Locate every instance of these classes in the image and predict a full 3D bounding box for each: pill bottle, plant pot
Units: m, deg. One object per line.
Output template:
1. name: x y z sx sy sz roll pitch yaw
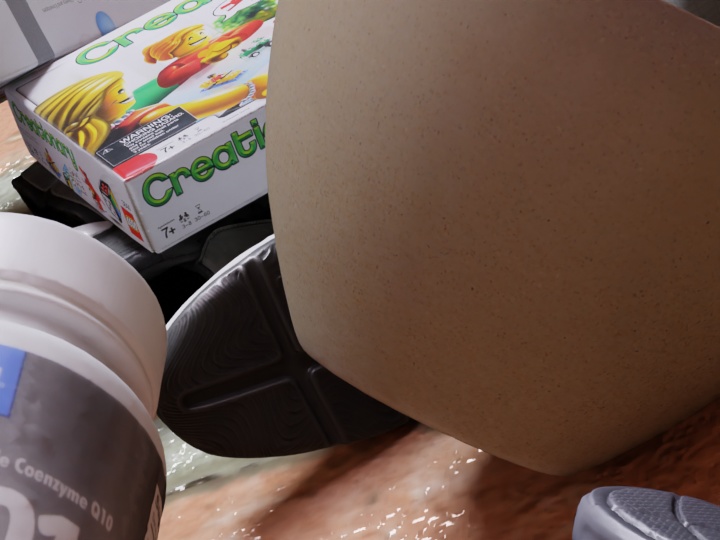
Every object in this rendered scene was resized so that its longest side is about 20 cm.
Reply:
1. pill bottle: -0.118 0.086 0.732 0.113 0.114 0.201 -16 42 24
2. plant pot: 0.051 -0.019 0.756 0.135 0.199 0.200 -65 27 5

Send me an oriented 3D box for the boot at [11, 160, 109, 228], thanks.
1. boot: -0.105 -0.072 1.124 0.130 0.068 0.200 -38 25 -7

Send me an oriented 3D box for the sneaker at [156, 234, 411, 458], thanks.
1. sneaker: 0.000 0.000 0.890 0.200 0.076 0.115 -29 15 -21

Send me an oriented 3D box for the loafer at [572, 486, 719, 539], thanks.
1. loafer: 0.107 0.112 0.584 0.071 0.063 0.200 8 13 -26

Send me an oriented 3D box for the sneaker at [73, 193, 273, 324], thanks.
1. sneaker: -0.049 -0.009 0.951 0.200 0.067 0.090 -35 35 -20

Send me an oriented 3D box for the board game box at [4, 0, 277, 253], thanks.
1. board game box: -0.021 -0.084 0.946 0.199 0.035 0.126 -30 29 -16

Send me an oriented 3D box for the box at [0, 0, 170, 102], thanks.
1. box: -0.172 -0.080 1.038 0.155 0.041 0.200 -25 7 27

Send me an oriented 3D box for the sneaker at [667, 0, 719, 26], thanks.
1. sneaker: 0.142 -0.084 0.910 0.072 0.072 0.200 -67 19 -2
